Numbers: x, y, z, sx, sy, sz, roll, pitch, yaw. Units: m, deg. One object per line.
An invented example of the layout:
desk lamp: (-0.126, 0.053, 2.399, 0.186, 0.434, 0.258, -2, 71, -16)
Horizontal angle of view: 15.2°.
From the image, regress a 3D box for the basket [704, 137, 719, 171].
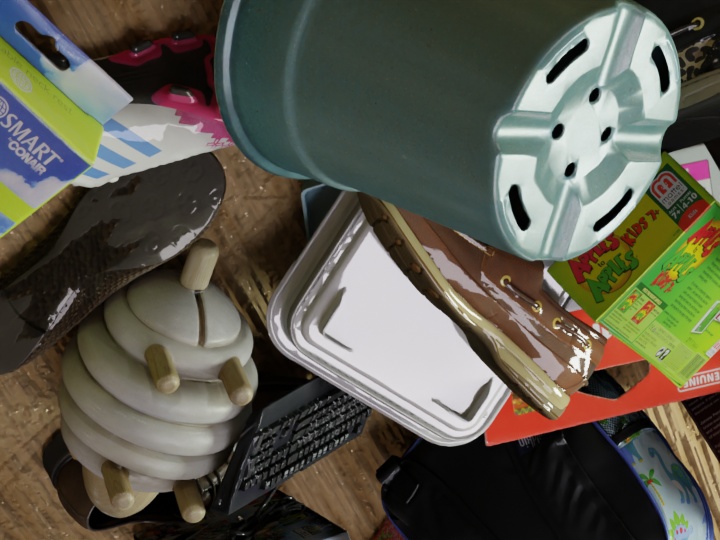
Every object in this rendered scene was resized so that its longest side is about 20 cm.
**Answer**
basket: (0.266, -0.107, 1.646, 0.136, 0.200, 0.181, -23, 144, -9)

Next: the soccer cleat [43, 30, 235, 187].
soccer cleat: (-0.131, -0.088, 1.559, 0.199, 0.070, 0.086, -4, 144, -18)

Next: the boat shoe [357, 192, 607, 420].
boat shoe: (0.075, 0.003, 1.637, 0.068, 0.072, 0.200, -45, 114, -5)

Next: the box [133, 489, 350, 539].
box: (-0.079, 0.191, 1.799, 0.110, 0.200, 0.035, -17, 98, -14)

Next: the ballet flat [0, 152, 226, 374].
ballet flat: (-0.161, -0.008, 1.639, 0.200, 0.067, 0.046, -41, 180, 12)

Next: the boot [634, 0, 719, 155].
boot: (0.147, -0.142, 1.610, 0.203, 0.154, 0.073, -16, 161, 31)

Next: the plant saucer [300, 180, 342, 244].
plant saucer: (0.000, 0.000, 1.760, 0.070, 0.019, 0.200, -19, 139, -11)

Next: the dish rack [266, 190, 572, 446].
dish rack: (0.056, 0.003, 1.688, 0.171, 0.044, 0.200, 31, 95, -18)

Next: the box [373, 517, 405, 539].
box: (0.043, 0.267, 2.009, 0.099, 0.096, 0.200, 6, 130, -35)

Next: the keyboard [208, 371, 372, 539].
keyboard: (-0.042, 0.122, 1.740, 0.200, 0.021, 0.127, -25, 141, -62)

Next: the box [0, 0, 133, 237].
box: (-0.237, -0.065, 1.479, 0.200, 0.048, 0.122, -36, 116, 24)

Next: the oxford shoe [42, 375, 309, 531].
oxford shoe: (-0.103, 0.130, 1.790, 0.199, 0.085, 0.073, -19, 138, -13)

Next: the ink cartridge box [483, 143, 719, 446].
ink cartridge box: (0.163, 0.014, 1.773, 0.199, 0.044, 0.174, -12, 97, -18)

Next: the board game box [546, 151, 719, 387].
board game box: (0.194, 0.003, 1.672, 0.102, 0.048, 0.200, -46, 155, 5)

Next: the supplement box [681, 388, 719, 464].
supplement box: (0.268, 0.106, 1.882, 0.061, 0.200, 0.109, -34, 141, 6)

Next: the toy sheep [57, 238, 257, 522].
toy sheep: (-0.123, 0.069, 1.676, 0.138, 0.138, 0.200, 8, 120, -36)

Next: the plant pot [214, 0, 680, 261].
plant pot: (0.058, -0.109, 1.486, 0.200, 0.196, 0.201, -26, 130, -36)

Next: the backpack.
backpack: (0.144, 0.165, 1.874, 0.183, 0.200, 0.147, -47, 161, 24)
